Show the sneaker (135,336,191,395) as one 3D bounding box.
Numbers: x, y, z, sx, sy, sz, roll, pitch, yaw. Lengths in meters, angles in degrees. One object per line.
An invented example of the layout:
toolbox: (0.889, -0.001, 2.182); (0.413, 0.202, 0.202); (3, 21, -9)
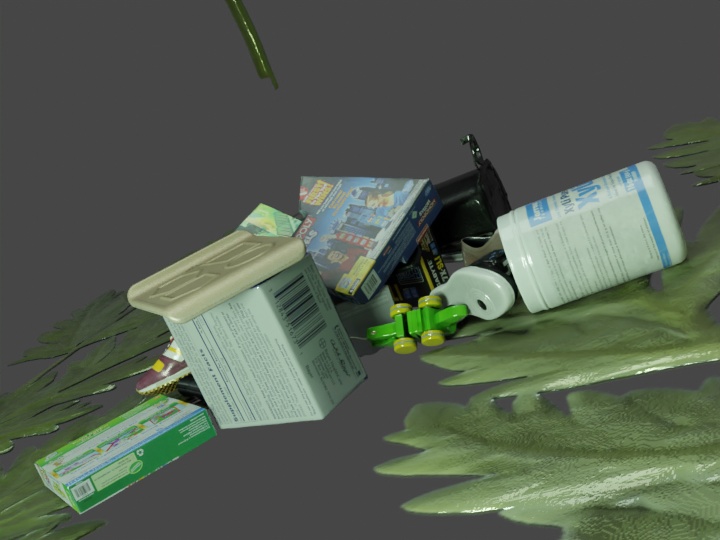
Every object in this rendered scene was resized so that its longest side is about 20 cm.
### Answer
sneaker: (-0.264, 0.116, 1.759); (0.200, 0.090, 0.075); (-30, -13, 7)

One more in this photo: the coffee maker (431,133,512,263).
coffee maker: (0.118, -0.089, 1.768); (0.199, 0.193, 0.135); (-16, 0, 24)

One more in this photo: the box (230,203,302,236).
box: (-0.147, 0.001, 1.636); (0.144, 0.036, 0.200); (24, 58, 30)

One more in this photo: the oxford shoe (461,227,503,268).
oxford shoe: (0.219, -0.029, 1.600); (0.200, 0.073, 0.071); (-12, 15, 42)

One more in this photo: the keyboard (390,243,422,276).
keyboard: (0.000, 0.000, 1.628); (0.199, 0.040, 0.104); (-14, 35, 21)

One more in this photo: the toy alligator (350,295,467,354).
toy alligator: (0.054, 0.080, 1.490); (0.200, 0.059, 0.054); (-17, -27, 25)

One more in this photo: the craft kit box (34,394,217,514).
craft kit box: (-0.312, 0.235, 1.518); (0.200, 0.049, 0.197); (-28, 15, -23)

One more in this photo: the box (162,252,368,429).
box: (-0.122, 0.091, 1.443); (0.200, 0.184, 0.105); (-12, 18, 43)

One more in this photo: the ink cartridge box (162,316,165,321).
ink cartridge box: (-0.181, 0.080, 1.675); (0.116, 0.200, 0.068); (-46, -17, -20)

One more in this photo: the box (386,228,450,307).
box: (0.031, -0.021, 1.713); (0.200, 0.160, 0.049); (-9, 19, 47)

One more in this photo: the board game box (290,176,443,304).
board game box: (-0.023, -0.053, 1.579); (0.200, 0.062, 0.200); (18, 65, 37)

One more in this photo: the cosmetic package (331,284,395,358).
cosmetic package: (-0.020, 0.063, 1.620); (0.107, 0.090, 0.200); (-22, 8, -13)

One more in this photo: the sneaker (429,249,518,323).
sneaker: (0.168, 0.007, 1.463); (0.112, 0.073, 0.200); (-35, 5, -21)

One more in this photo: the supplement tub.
supplement tub: (0.279, -0.040, 1.393); (0.199, 0.132, 0.132); (-20, 12, 11)

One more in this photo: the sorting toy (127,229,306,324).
sorting toy: (-0.174, 0.009, 1.391); (0.185, 0.037, 0.200); (-29, 18, -20)

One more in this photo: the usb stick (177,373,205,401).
usb stick: (-0.205, 0.167, 1.642); (0.055, 0.033, 0.200); (-21, 9, -28)
